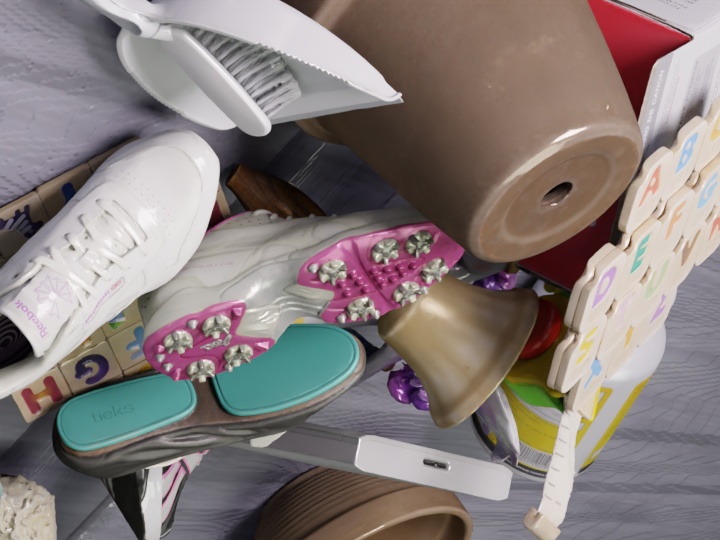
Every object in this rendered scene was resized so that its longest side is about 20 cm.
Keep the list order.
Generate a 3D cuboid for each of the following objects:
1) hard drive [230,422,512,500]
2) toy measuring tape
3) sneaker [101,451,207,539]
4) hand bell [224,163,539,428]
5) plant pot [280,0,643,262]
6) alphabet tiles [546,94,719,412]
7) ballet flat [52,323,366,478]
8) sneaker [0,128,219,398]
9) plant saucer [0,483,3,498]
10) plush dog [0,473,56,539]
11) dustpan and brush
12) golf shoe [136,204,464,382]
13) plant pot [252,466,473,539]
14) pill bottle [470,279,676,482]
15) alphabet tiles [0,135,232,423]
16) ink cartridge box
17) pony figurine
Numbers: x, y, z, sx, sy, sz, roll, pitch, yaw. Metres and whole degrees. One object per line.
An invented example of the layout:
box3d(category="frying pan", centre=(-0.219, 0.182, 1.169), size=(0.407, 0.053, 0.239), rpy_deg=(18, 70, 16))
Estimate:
box3d(category="hard drive", centre=(-0.010, 0.124, 1.484), size=(0.132, 0.200, 0.026), rpy_deg=(16, 83, -36))
box3d(category="toy measuring tape", centre=(0.111, 0.082, 1.362), size=(0.073, 0.201, 0.074), rpy_deg=(11, 147, 8))
box3d(category="sneaker", centre=(-0.127, 0.114, 1.461), size=(0.086, 0.080, 0.200), rpy_deg=(-23, 152, -22))
box3d(category="hand bell", centre=(0.000, 0.000, 1.328), size=(0.200, 0.104, 0.104), rpy_deg=(35, 108, -13))
box3d(category="plant pot", centre=(0.065, -0.102, 1.207), size=(0.200, 0.175, 0.200), rpy_deg=(-26, 153, -14))
box3d(category="alphabet tiles", centre=(0.176, -0.008, 1.293), size=(0.200, 0.015, 0.196), rpy_deg=(-38, 151, -41))
box3d(category="ballet flat", centre=(-0.092, 0.083, 1.340), size=(0.199, 0.068, 0.068), rpy_deg=(-14, 148, 0))
box3d(category="sneaker", centre=(-0.152, 0.005, 1.197), size=(0.200, 0.075, 0.100), rpy_deg=(-45, -170, 3))
box3d(category="plant saucer", centre=(-0.307, 0.137, 1.243), size=(0.200, 0.039, 0.201), rpy_deg=(0, 157, 0))
box3d(category="plush dog", centre=(-0.287, 0.241, 1.453), size=(0.171, 0.161, 0.200), rpy_deg=(-1, 146, -3))
box3d(category="dustpan and brush", centre=(-0.091, -0.121, 1.112), size=(0.200, 0.139, 0.057), rpy_deg=(43, 59, -32))
box3d(category="golf shoe", centre=(-0.039, -0.009, 1.261), size=(0.199, 0.092, 0.075), rpy_deg=(-19, 140, -2))
box3d(category="plant pot", centre=(-0.017, 0.216, 1.732), size=(0.200, 0.093, 0.201), rpy_deg=(-25, 152, -14))
box3d(category="pill bottle", centre=(0.166, 0.065, 1.658), size=(0.112, 0.112, 0.200), rpy_deg=(-14, 147, -33))
box3d(category="alphabet tiles", centre=(-0.147, 0.012, 1.295), size=(0.166, 0.006, 0.200), rpy_deg=(-29, 139, -10))
box3d(category="ink cartridge box", centre=(0.168, -0.083, 1.333), size=(0.175, 0.084, 0.201), rpy_deg=(-32, 141, -48))
box3d(category="pony figurine", centre=(0.037, 0.033, 1.453), size=(0.199, 0.167, 0.193), rpy_deg=(-15, 142, -4))
